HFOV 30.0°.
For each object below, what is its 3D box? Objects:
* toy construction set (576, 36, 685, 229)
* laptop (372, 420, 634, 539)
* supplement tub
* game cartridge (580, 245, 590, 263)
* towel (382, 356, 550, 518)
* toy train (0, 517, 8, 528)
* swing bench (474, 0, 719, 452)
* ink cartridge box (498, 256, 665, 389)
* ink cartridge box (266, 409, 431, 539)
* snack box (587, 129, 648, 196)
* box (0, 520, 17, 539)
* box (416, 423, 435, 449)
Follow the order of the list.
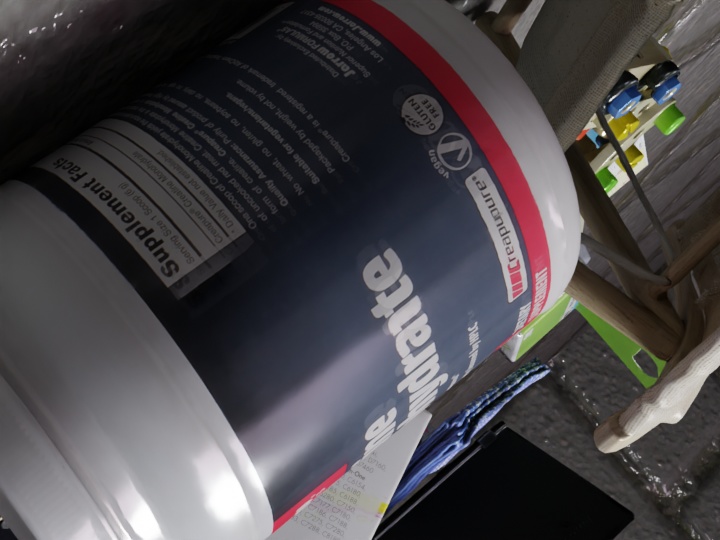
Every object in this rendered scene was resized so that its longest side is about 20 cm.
[{"bbox_3d":[0.134,-0.086,0.833,0.131,0.092,0.200,-48,178,35],"label":"toy construction set"},{"bbox_3d":[0.071,0.218,1.015,0.187,0.116,0.200,-37,171,-23],"label":"laptop"},{"bbox_3d":[-0.041,0.006,0.440,0.200,0.140,0.140,-37,168,-20],"label":"supplement tub"},{"bbox_3d":[0.105,0.031,1.202,0.200,0.041,0.133,-26,171,-12],"label":"game cartridge"},{"bbox_3d":[0.070,0.141,1.064,0.145,0.024,0.200,-48,168,26],"label":"towel"},{"bbox_3d":[-0.179,0.106,0.651,0.200,0.034,0.046,-28,150,-47],"label":"toy train"},{"bbox_3d":[0.116,-0.070,0.519,0.130,0.200,0.199,-33,166,-36],"label":"swing bench"},{"bbox_3d":[0.143,0.038,1.022,0.076,0.200,0.148,-40,169,-5],"label":"ink cartridge box"},{"bbox_3d":[-0.022,0.128,0.821,0.200,0.068,0.115,-63,-173,-15],"label":"ink cartridge box"},{"bbox_3d":[0.189,-0.078,1.152,0.116,0.037,0.200,-41,169,8],"label":"snack box"},{"bbox_3d":[-0.193,0.202,0.780,0.182,0.104,0.200,-30,164,-38],"label":"box"},{"bbox_3d":[-0.056,0.162,1.056,0.132,0.115,0.200,-28,164,-47],"label":"box"}]
